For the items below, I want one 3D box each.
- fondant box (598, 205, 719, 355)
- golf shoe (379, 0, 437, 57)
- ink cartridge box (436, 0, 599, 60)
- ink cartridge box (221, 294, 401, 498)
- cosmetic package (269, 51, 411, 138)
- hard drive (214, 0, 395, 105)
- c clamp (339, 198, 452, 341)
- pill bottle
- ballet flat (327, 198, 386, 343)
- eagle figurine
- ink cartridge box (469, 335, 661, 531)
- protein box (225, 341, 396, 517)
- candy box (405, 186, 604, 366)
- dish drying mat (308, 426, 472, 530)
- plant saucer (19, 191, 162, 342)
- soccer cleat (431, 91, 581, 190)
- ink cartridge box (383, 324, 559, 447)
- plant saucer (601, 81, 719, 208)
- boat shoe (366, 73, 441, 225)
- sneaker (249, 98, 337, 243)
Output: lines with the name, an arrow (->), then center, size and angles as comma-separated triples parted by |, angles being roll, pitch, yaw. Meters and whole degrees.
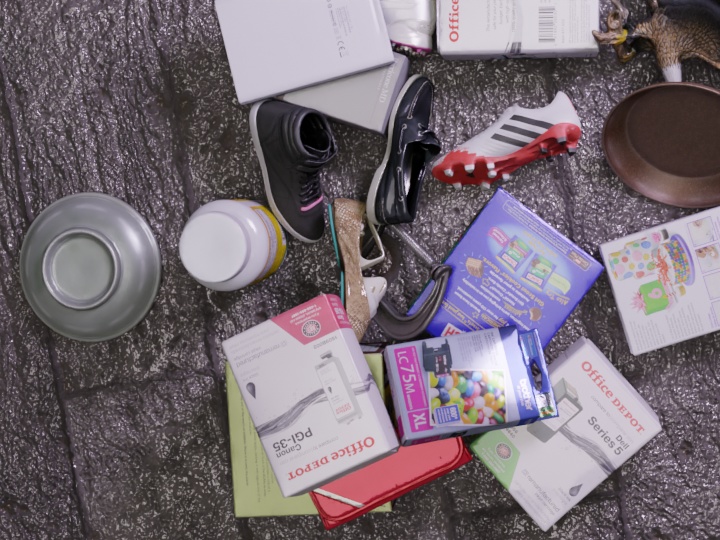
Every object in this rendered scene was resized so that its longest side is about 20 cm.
fondant box -> 0.413, 0.007, 1.689 | 0.198, 0.058, 0.146 | -18, 91, 7
golf shoe -> 0.007, -0.338, 1.709 | 0.198, 0.075, 0.092 | 19, 97, 9
ink cartridge box -> 0.197, -0.340, 1.681 | 0.198, 0.086, 0.148 | 0, 94, 9
ink cartridge box -> -0.057, 0.149, 1.600 | 0.146, 0.083, 0.201 | -25, 81, 7
cosmetic package -> -0.044, -0.249, 1.719 | 0.198, 0.090, 0.108 | 17, 93, 9
hard drive -> -0.069, -0.295, 1.668 | 0.198, 0.025, 0.133 | -14, 88, 6
c clamp -> 0.049, -0.017, 1.707 | 0.171, 0.027, 0.200 | -47, 55, 14
pill bottle -> -0.161, -0.033, 1.689 | 0.112, 0.200, 0.114 | 0, 94, 7
ballet flat -> 0.000, 0.000, 1.689 | 0.065, 0.071, 0.202 | -7, 72, 0
eagle figurine -> 0.398, -0.276, 1.632 | 0.198, 0.152, 0.152 | 2, 125, 26
ink cartridge box -> 0.258, 0.204, 1.707 | 0.200, 0.084, 0.146 | -43, 87, 8
protein box -> -0.057, 0.200, 1.722 | 0.198, 0.135, 0.201 | -3, 93, 7
candy box -> 0.181, 0.024, 1.711 | 0.169, 0.077, 0.201 | 37, 96, 3
dish drying mat -> 0.032, 0.240, 1.637 | 0.199, 0.018, 0.077 | -27, 90, 4
plant saucer -> -0.365, -0.003, 1.794 | 0.198, 0.050, 0.202 | 0, 93, 7
soccer cleat -> 0.182, -0.164, 1.709 | 0.198, 0.069, 0.086 | -18, 58, 21
ink cartridge box -> 0.136, 0.135, 1.625 | 0.198, 0.042, 0.120 | -8, 70, -11
plant saucer -> 0.395, -0.159, 1.643 | 0.199, 0.201, 0.037 | 20, 53, 6
boat shoe -> 0.068, -0.150, 1.695 | 0.066, 0.074, 0.201 | 11, 73, 33
sneaker -> -0.069, -0.120, 1.699 | 0.099, 0.071, 0.201 | 8, 125, 46
